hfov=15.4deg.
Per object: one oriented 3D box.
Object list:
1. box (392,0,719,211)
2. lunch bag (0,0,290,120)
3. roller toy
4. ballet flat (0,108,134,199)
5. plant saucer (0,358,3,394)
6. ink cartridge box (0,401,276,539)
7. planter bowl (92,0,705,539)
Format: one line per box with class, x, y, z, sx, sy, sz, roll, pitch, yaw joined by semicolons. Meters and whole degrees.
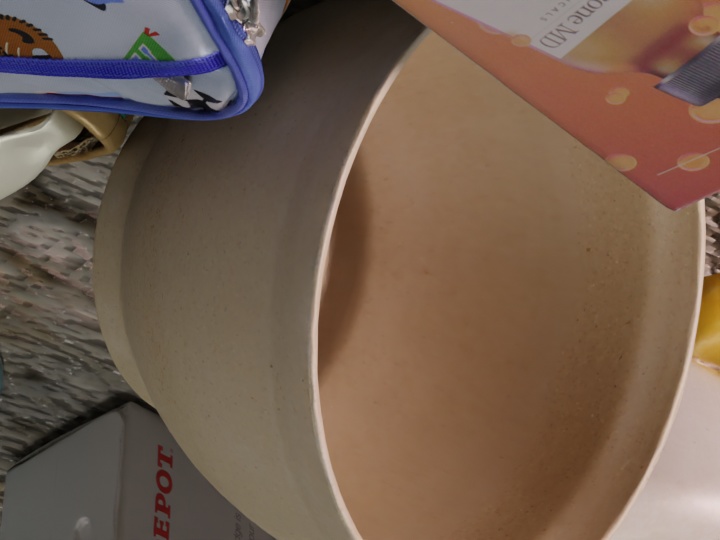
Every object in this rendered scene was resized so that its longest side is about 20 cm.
box;0.084;-0.127;0.715;0.152;0.107;0.200;-26;138;34
lunch bag;-0.114;-0.104;0.744;0.200;0.076;0.160;6;147;25
roller toy;0.074;0.083;0.999;0.182;0.140;0.200;-5;143;-10
ballet flat;-0.160;-0.042;0.884;0.200;0.063;0.069;-18;142;26
plant saucer;-0.241;0.045;1.050;0.200;0.027;0.200;0;146;0
ink cartridge box;-0.056;0.164;1.115;0.083;0.147;0.200;-28;136;35
planter bowl;0.000;0.000;0.854;0.135;0.201;0.200;9;156;38
